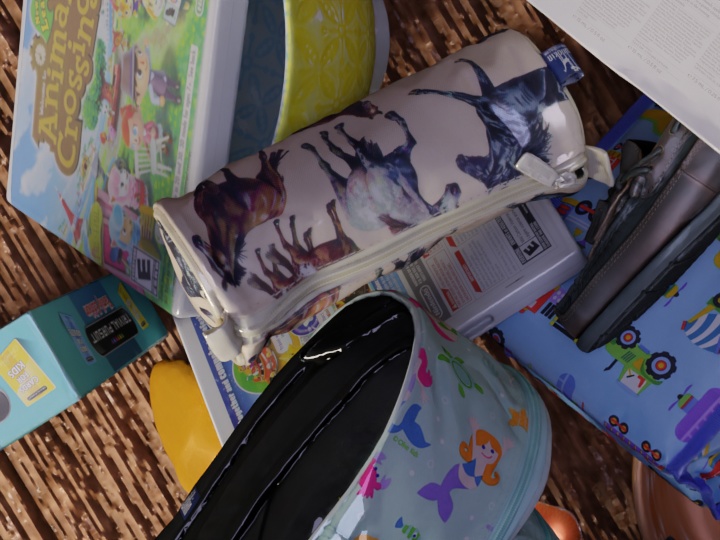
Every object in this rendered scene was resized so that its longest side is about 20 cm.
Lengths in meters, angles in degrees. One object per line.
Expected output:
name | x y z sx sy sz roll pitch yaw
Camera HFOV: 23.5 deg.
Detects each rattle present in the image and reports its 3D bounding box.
rattle | 0.000 0.111 0.926 0.199 0.143 0.131 -12 123 -12

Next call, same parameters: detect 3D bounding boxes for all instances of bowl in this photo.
bowl | -0.051 -0.114 0.856 0.107 0.199 0.202 -6 97 -37

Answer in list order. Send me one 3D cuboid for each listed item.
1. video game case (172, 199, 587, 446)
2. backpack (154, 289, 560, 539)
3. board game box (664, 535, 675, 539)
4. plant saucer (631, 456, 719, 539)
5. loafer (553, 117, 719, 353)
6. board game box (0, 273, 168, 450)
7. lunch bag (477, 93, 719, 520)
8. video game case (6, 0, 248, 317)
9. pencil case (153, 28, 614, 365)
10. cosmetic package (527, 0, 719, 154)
video game case | 0.000 0.000 0.874 0.199 0.018 0.144 -33 49 7
backpack | -0.001 0.114 0.750 0.150 0.177 0.201 30 88 -16
board game box | 0.111 0.228 0.839 0.200 0.135 0.035 -45 50 4
plant saucer | 0.240 0.106 0.901 0.198 0.037 0.202 0 95 5
loafer | 0.149 -0.053 0.767 0.063 0.072 0.200 45 109 13
board game box | -0.186 0.065 0.850 0.150 0.200 0.047 -31 93 7
lunch bag | 0.171 -0.008 0.849 0.150 0.094 0.200 38 90 33
video game case | -0.117 -0.102 0.839 0.022 0.182 0.201 -6 113 -37
pencil case | 0.007 -0.032 0.747 0.199 0.089 0.078 -28 127 -15
cosmetic package | 0.144 -0.104 0.708 0.200 0.051 0.083 43 108 22
